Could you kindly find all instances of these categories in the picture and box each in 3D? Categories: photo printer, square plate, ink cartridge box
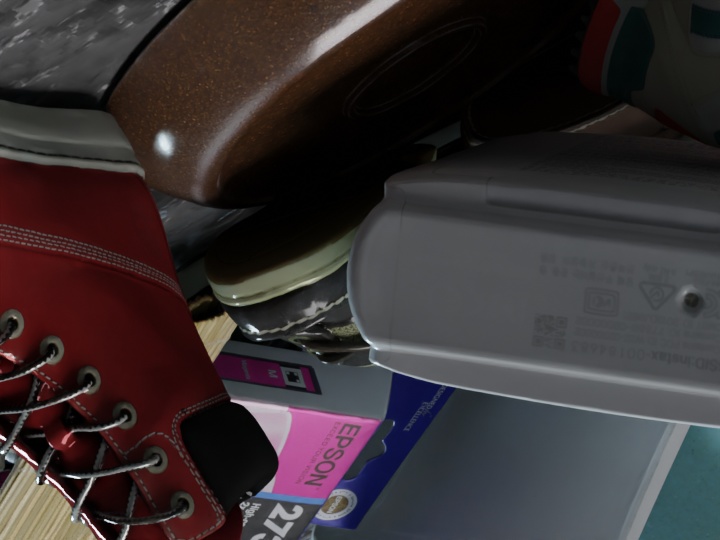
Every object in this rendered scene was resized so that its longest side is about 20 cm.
[{"bbox_3d":[0.100,-0.002,0.845,0.165,0.070,0.200,7,-171,14],"label":"photo printer"},{"bbox_3d":[0.077,0.041,1.019,0.200,0.028,0.199,13,-107,60],"label":"square plate"},{"bbox_3d":[-0.062,0.068,0.970,0.199,0.037,0.095,8,132,-32],"label":"ink cartridge box"}]

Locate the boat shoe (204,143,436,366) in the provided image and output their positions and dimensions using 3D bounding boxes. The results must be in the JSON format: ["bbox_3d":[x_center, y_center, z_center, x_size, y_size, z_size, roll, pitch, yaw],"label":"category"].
[{"bbox_3d":[-0.001,0.000,0.901,0.071,0.066,0.201,-16,-172,12],"label":"boat shoe"}]

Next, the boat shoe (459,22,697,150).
[{"bbox_3d":[0.126,-0.095,0.986,0.199,0.076,0.072,-24,135,3],"label":"boat shoe"}]

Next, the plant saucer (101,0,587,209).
[{"bbox_3d":[0.010,-0.076,0.820,0.200,0.035,0.200,-31,168,-7],"label":"plant saucer"}]

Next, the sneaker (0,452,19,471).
[{"bbox_3d":[-0.155,0.036,0.785,0.200,0.075,0.087,-31,166,-50],"label":"sneaker"}]

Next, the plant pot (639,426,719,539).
[{"bbox_3d":[0.145,0.070,1.092,0.199,0.201,0.188,-23,166,-36],"label":"plant pot"}]

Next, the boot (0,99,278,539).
[{"bbox_3d":[-0.096,0.028,0.691,0.072,0.145,0.200,-34,165,26],"label":"boot"}]

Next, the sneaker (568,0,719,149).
[{"bbox_3d":[0.129,-0.103,0.772,0.070,0.093,0.200,-51,167,-32],"label":"sneaker"}]

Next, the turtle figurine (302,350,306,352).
[{"bbox_3d":[-0.097,0.097,1.082,0.200,0.101,0.150,-44,-161,-19],"label":"turtle figurine"}]

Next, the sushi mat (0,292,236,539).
[{"bbox_3d":[-0.111,0.093,0.889,0.201,0.012,0.096,-58,162,17],"label":"sushi mat"}]

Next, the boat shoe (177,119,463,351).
[{"bbox_3d":[0.005,0.000,1.033,0.199,0.066,0.075,-28,167,-21],"label":"boat shoe"}]
